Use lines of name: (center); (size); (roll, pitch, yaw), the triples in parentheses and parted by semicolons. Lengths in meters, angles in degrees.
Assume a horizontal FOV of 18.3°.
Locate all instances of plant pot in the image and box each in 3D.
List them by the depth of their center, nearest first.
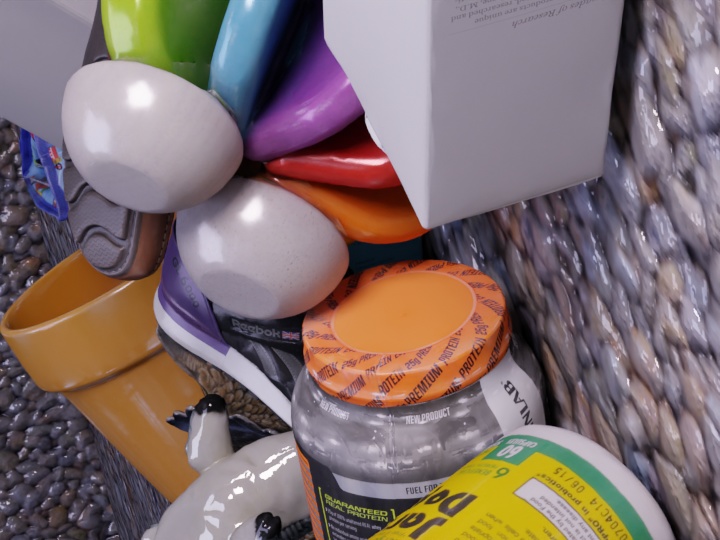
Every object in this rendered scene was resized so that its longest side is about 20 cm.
plant pot: (-0.137, 0.066, 1.671); (0.184, 0.200, 0.200); (60, 171, -15)

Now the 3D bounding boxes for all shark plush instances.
shark plush: (-0.064, 0.158, 1.167); (0.091, 0.083, 0.201); (48, 120, 41)

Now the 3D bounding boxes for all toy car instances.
toy car: (-0.025, -0.086, 1.005); (0.149, 0.176, 0.200); (-5, 142, 40)

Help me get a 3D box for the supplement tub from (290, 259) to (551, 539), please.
supplement tub: (0.035, 0.104, 1.073); (0.123, 0.122, 0.201); (-126, 22, -56)

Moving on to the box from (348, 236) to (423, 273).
box: (0.000, 0.000, 1.252); (0.201, 0.049, 0.082); (85, 163, -46)

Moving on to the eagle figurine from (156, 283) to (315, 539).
eagle figurine: (-0.048, 0.112, 1.317); (0.151, 0.151, 0.201); (14, 128, 30)

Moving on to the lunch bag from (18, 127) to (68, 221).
lunch bag: (-0.166, -0.087, 1.630); (0.200, 0.150, 0.095); (151, 102, -77)

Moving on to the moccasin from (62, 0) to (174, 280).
moccasin: (-0.098, -0.094, 1.095); (0.073, 0.078, 0.203); (-10, 71, 41)

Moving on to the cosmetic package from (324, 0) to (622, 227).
cosmetic package: (0.038, -0.124, 0.806); (0.200, 0.081, 0.113); (88, 161, -54)

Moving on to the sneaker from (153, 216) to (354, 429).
sneaker: (-0.021, 0.033, 1.173); (0.199, 0.076, 0.088); (28, 138, 12)

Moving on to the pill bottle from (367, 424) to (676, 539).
pill bottle: (0.032, 0.159, 0.923); (0.113, 0.200, 0.113); (34, 142, 31)

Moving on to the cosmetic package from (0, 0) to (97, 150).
cosmetic package: (-0.145, -0.126, 1.208); (0.113, 0.200, 0.082); (-24, 48, 38)
